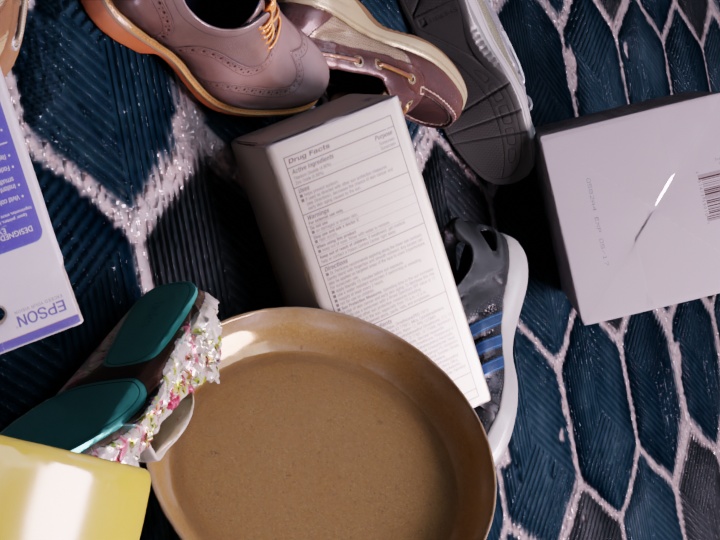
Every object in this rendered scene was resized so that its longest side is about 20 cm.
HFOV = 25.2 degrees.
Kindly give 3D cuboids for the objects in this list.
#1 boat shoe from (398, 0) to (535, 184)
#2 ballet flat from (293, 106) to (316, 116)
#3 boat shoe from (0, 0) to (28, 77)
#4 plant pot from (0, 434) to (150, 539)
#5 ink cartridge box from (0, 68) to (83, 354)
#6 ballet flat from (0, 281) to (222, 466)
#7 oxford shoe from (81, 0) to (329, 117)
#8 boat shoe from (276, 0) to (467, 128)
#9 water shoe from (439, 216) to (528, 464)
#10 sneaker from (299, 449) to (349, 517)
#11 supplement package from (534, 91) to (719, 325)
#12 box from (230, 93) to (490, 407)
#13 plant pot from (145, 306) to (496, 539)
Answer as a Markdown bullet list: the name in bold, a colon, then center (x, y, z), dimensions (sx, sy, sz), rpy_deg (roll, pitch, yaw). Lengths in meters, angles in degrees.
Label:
- **boat shoe**: center (0.090, -0.166, 1.262), dimensions (0.065, 0.074, 0.204), rpy_deg (-45, 113, -52)
- **ballet flat**: center (0.014, -0.023, 1.069), dimensions (0.072, 0.071, 0.202), rpy_deg (-41, 117, -58)
- **boat shoe**: center (-0.188, -0.182, 0.763), dimensions (0.074, 0.075, 0.203), rpy_deg (26, 66, -62)
- **plant pot**: center (-0.187, 0.138, 0.535), dimensions (0.200, 0.199, 0.191), rpy_deg (27, 73, -56)
- **ink cartridge box**: center (-0.196, -0.056, 0.679), dimensions (0.099, 0.039, 0.202), rpy_deg (-20, 100, -22)
- **ballet flat**: center (-0.117, 0.075, 0.795), dimensions (0.200, 0.075, 0.065), rpy_deg (-50, 131, -53)
- **oxford shoe**: center (-0.071, -0.138, 0.935), dimensions (0.199, 0.072, 0.072), rpy_deg (19, 71, -52)
- **boat shoe**: center (0.003, -0.129, 1.096), dimensions (0.199, 0.071, 0.073), rpy_deg (28, 64, -51)
- **water shoe**: center (0.069, 0.058, 1.170), dimensions (0.078, 0.071, 0.202), rpy_deg (24, 57, -24)
- **sneaker**: center (-0.042, 0.183, 0.909), dimensions (0.201, 0.069, 0.100), rpy_deg (-65, 143, -44)
- **supplement package**: center (0.229, -0.059, 1.327), dimensions (0.200, 0.149, 0.154), rpy_deg (-66, 143, -83)
- **box**: center (0.000, 0.000, 0.991), dimensions (0.094, 0.078, 0.202), rpy_deg (-21, 103, -18)
- **plant pot**: center (-0.023, 0.106, 0.883), dimensions (0.028, 0.198, 0.201), rpy_deg (113, -2, -47)
